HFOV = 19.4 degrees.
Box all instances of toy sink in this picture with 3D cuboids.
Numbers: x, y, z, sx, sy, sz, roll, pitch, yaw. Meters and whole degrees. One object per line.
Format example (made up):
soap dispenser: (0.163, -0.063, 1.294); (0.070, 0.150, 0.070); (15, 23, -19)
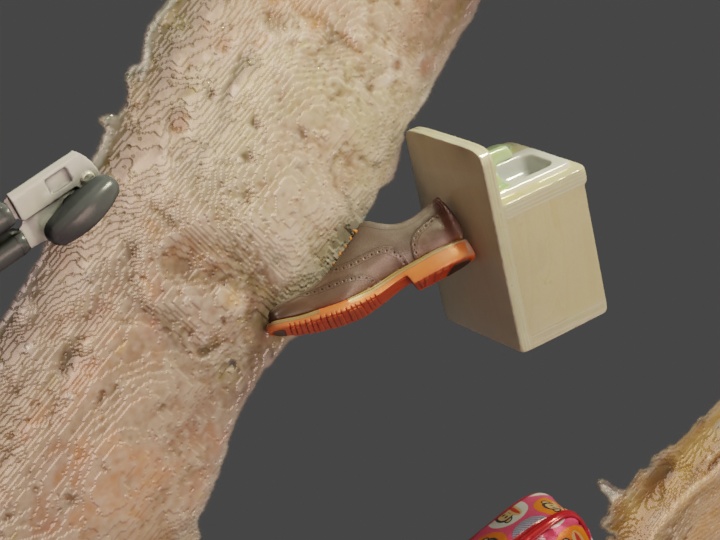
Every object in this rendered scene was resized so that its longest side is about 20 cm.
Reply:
toy sink: (0.137, -0.048, 1.947); (0.112, 0.130, 0.201); (-25, 114, -25)

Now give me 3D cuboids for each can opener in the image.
can opener: (-0.288, -0.026, 1.720); (0.200, 0.067, 0.053); (-37, 119, -19)

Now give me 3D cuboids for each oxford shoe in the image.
oxford shoe: (0.000, 0.000, 1.909); (0.199, 0.071, 0.073); (-24, 81, -5)

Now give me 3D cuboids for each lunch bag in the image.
lunch bag: (0.166, 0.341, 2.108); (0.176, 0.082, 0.201); (-34, 117, -16)
